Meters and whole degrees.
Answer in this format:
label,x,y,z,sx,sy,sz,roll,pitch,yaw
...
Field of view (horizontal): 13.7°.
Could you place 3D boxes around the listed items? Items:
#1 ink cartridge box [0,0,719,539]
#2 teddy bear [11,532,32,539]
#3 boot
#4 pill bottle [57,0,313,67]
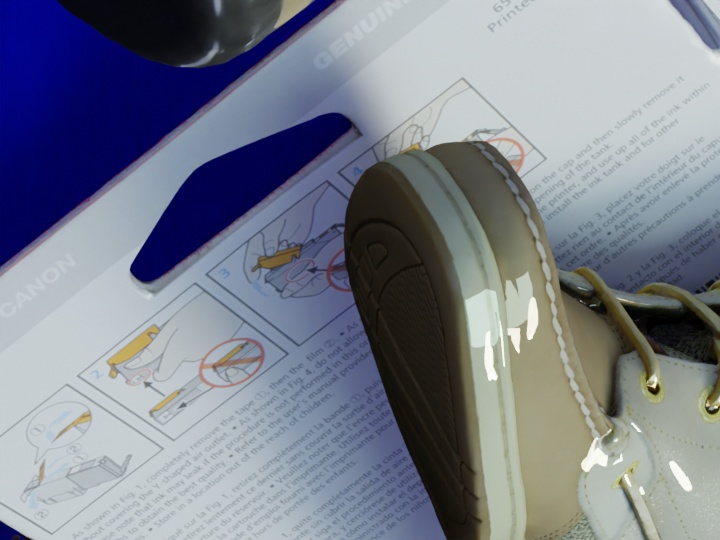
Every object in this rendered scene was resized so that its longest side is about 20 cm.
label,x,y,z,sx,sy,sz,roll,pitch,yaw
ink cartridge box,0.000,0.000,0.694,0.200,0.045,0.176,-37,136,11
teddy bear,-0.111,0.117,0.751,0.145,0.067,0.200,-49,154,12
boot,0.085,0.017,0.668,0.155,0.072,0.200,-23,143,-3
pill bottle,0.010,-0.138,0.601,0.200,0.112,0.112,-39,145,-20
